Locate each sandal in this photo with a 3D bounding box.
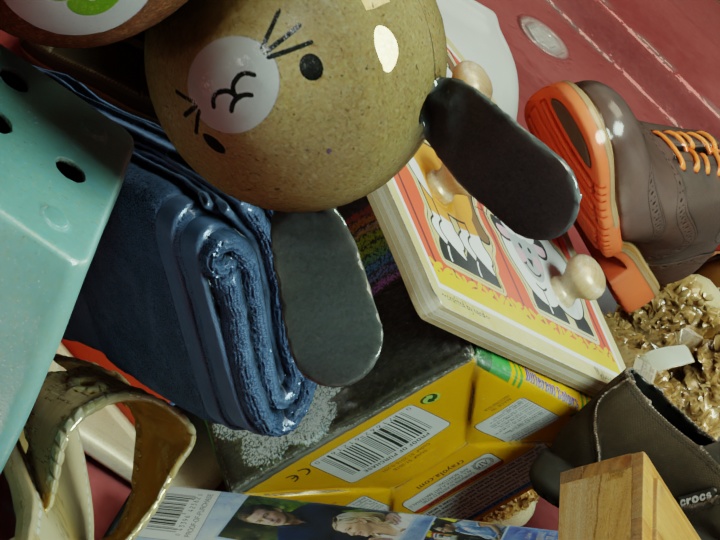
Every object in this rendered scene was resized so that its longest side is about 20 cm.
[{"bbox_3d":[-0.090,0.075,1.034,0.212,0.070,0.078,-95,159,-56],"label":"sandal"},{"bbox_3d":[-0.073,-0.059,1.340,0.200,0.055,0.082,27,36,8],"label":"sandal"}]

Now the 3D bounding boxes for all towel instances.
[{"bbox_3d":[-0.099,-0.019,1.028,0.200,0.112,0.049,25,52,34],"label":"towel"}]

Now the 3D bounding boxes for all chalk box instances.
[{"bbox_3d":[0.000,0.000,1.206,0.124,0.125,0.200,32,33,-51],"label":"chalk box"}]

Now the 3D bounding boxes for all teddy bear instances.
[{"bbox_3d":[0.105,0.065,1.297,0.145,0.067,0.200,33,52,24],"label":"teddy bear"}]

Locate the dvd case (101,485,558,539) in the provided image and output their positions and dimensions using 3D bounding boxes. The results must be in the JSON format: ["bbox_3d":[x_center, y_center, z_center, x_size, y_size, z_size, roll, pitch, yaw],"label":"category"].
[{"bbox_3d":[-0.008,0.128,1.050,0.200,0.018,0.143,6,27,12],"label":"dvd case"}]

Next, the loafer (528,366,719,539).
[{"bbox_3d":[0.155,0.089,1.096,0.200,0.071,0.073,24,-1,31],"label":"loafer"}]

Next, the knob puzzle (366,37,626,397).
[{"bbox_3d":[0.041,-0.053,1.157,0.220,0.030,0.220,47,22,-26],"label":"knob puzzle"}]

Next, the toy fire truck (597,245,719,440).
[{"bbox_3d":[0.202,0.048,1.397,0.200,0.168,0.112,44,27,7],"label":"toy fire truck"}]

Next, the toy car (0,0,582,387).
[{"bbox_3d":[-0.032,-0.067,0.862,0.200,0.164,0.158,55,28,1],"label":"toy car"}]

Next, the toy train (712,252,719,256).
[{"bbox_3d":[0.247,0.035,1.598,0.200,0.056,0.150,18,35,-36],"label":"toy train"}]

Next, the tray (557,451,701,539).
[{"bbox_3d":[0.127,0.165,1.035,0.200,0.037,0.099,55,28,-38],"label":"tray"}]

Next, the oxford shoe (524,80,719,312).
[{"bbox_3d":[0.118,-0.044,1.214,0.071,0.072,0.200,63,3,17],"label":"oxford shoe"}]

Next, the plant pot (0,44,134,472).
[{"bbox_3d":[-0.169,0.020,0.931,0.141,0.200,0.141,34,27,-12],"label":"plant pot"}]

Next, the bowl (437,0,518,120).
[{"bbox_3d":[-0.021,-0.121,1.370,0.200,0.075,0.200,30,-2,-20],"label":"bowl"}]

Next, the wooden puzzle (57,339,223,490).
[{"bbox_3d":[-0.132,-0.012,1.196,0.200,0.046,0.185,31,29,-17],"label":"wooden puzzle"}]
